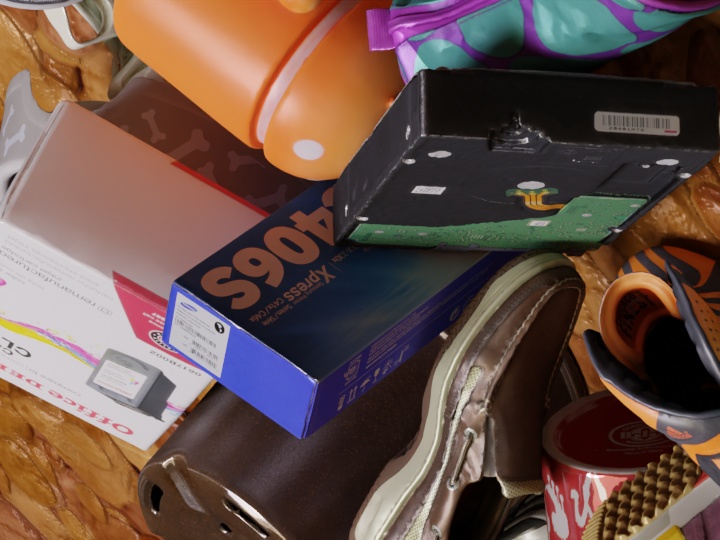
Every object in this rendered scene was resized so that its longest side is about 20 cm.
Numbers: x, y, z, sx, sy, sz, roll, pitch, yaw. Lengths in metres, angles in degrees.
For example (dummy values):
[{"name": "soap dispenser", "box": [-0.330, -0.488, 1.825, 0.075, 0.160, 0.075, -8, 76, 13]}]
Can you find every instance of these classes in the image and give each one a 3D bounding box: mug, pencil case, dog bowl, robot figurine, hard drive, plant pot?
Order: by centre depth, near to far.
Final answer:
[{"name": "pencil case", "box": [0.088, -0.127, 1.179, 0.200, 0.092, 0.085, -25, 69, 61]}, {"name": "hard drive", "box": [0.072, -0.048, 1.246, 0.139, 0.038, 0.200, 3, 165, -11]}, {"name": "robot figurine", "box": [-0.044, -0.125, 1.334, 0.200, 0.117, 0.144, 39, 127, 12]}, {"name": "mug", "box": [0.179, 0.164, 1.407, 0.133, 0.177, 0.201, 34, 138, 61]}, {"name": "plant pot", "box": [-0.007, 0.102, 1.493, 0.200, 0.198, 0.201, 32, 148, 23]}, {"name": "dog bowl", "box": [-0.120, -0.044, 1.521, 0.199, 0.059, 0.200, 18, 160, 7]}]

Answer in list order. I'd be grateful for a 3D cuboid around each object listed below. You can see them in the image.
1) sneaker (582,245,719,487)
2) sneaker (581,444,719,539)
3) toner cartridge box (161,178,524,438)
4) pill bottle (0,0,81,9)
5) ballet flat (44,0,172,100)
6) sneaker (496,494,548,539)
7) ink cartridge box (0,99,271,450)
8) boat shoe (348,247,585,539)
[{"name": "sneaker", "box": [0.148, 0.025, 1.235, 0.112, 0.078, 0.200, 42, -171, -31]}, {"name": "sneaker", "box": [0.207, 0.110, 1.278, 0.200, 0.075, 0.090, -34, 107, 22]}, {"name": "toner cartridge box", "box": [0.000, 0.000, 1.346, 0.095, 0.200, 0.043, 34, 135, 20]}, {"name": "pill bottle", "box": [-0.163, -0.232, 1.360, 0.112, 0.112, 0.200, 39, 151, 12]}, {"name": "ballet flat", "box": [-0.133, -0.132, 1.498, 0.200, 0.069, 0.069, 52, 151, -13]}, {"name": "sneaker", "box": [0.105, 0.203, 1.607, 0.116, 0.075, 0.200, 45, 151, -4]}, {"name": "ink cartridge box", "box": [-0.138, 0.008, 1.447, 0.147, 0.086, 0.200, 28, 153, -7]}, {"name": "boat shoe", "box": [0.071, 0.086, 1.347, 0.075, 0.075, 0.203, 43, 121, 31]}]
